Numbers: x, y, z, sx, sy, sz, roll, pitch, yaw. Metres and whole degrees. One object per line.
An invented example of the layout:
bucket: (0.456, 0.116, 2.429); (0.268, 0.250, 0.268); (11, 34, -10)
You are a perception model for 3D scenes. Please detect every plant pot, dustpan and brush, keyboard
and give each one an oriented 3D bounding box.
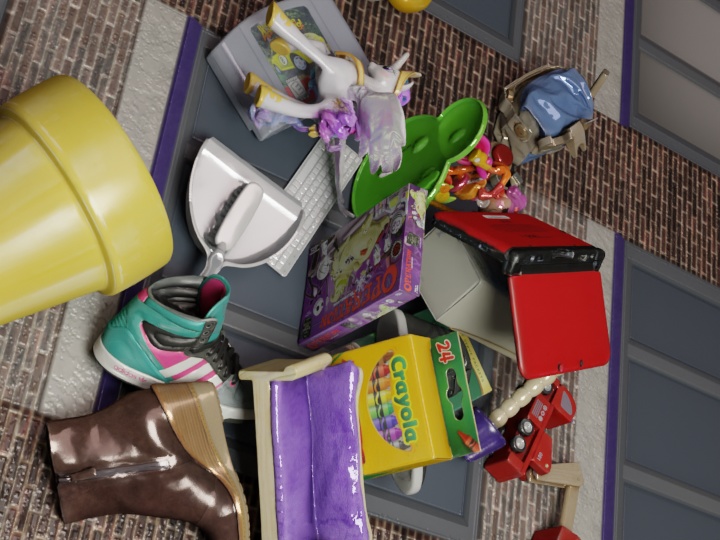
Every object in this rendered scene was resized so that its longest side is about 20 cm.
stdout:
plant pot: (-0.299, -0.044, 1.109); (0.188, 0.201, 0.201); (-35, 94, -24)
dustpan and brush: (-0.142, -0.032, 1.290); (0.139, 0.057, 0.201); (36, 66, -19)
keyboard: (-0.061, -0.079, 1.401); (0.056, 0.011, 0.201); (43, 53, -15)

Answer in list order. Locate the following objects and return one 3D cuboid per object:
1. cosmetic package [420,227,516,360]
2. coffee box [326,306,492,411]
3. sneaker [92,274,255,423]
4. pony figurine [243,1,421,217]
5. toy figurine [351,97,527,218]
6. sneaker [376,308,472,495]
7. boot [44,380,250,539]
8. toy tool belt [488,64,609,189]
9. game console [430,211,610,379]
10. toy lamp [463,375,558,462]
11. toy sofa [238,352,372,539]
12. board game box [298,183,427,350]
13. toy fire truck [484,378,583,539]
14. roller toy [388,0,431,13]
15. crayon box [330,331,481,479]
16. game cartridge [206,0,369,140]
cosmetic package: (0.149, 0.029, 1.414); (0.199, 0.073, 0.104); (27, 29, -44)
coffee box: (0.048, 0.118, 1.380); (0.199, 0.044, 0.124); (-20, 85, -39)
sneaker: (-0.145, 0.067, 1.206); (0.199, 0.121, 0.084); (23, 25, -27)
pony figurine: (-0.025, -0.178, 1.353); (0.199, 0.166, 0.195); (16, 67, -24)
toy figurine: (0.122, -0.086, 1.443); (0.184, 0.200, 0.151); (33, 32, -36)
sneaker: (0.076, 0.139, 1.317); (0.099, 0.071, 0.201); (9, 63, -27)
boot: (-0.198, 0.210, 1.163); (0.165, 0.072, 0.202); (-16, 101, -19)
toy tool belt: (0.236, -0.194, 1.588); (0.200, 0.123, 0.125); (-41, 98, -38)
game console: (0.175, 0.020, 1.334); (0.199, 0.172, 0.119); (-2, 115, -53)
toy lamp: (0.188, 0.141, 1.409); (0.200, 0.058, 0.058); (-42, 100, -2)
toy sofa: (-0.053, 0.184, 1.194); (0.083, 0.097, 0.202); (-11, 99, -65)
board game box: (0.000, 0.000, 1.292); (0.032, 0.200, 0.121); (16, 63, -29)
toy fire truck: (0.219, 0.233, 1.457); (0.141, 0.049, 0.200); (44, 52, -15)
roller toy: (0.028, -0.431, 1.520); (0.199, 0.139, 0.184); (21, 72, -31)
crayon box: (0.013, 0.141, 1.246); (0.051, 0.199, 0.128); (16, 59, -61)
game cartridge: (-0.079, -0.244, 1.438); (0.200, 0.041, 0.134); (-34, 89, -39)
